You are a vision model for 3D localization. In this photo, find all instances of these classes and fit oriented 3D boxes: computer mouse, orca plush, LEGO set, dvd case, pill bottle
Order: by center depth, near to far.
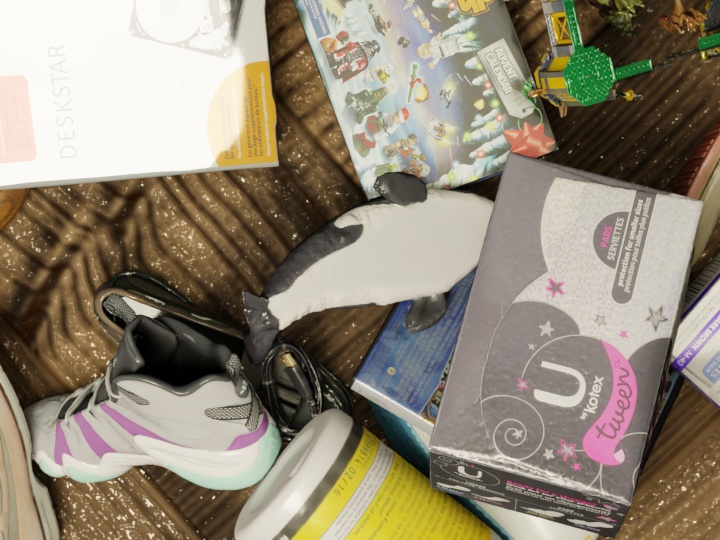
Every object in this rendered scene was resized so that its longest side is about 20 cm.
[{"bbox_3d":[0.026,0.191,1.275,0.200,0.111,0.111,38,95,-7],"label":"pill bottle"},{"bbox_3d":[0.168,-0.188,1.294,0.200,0.116,0.154,-27,104,-19],"label":"LEGO set"},{"bbox_3d":[0.000,0.000,1.303,0.200,0.071,0.105,-38,108,-19],"label":"orca plush"},{"bbox_3d":[0.109,0.072,1.316,0.200,0.018,0.143,30,59,2],"label":"dvd case"},{"bbox_3d":[-0.005,0.132,1.330,0.059,0.034,0.200,-36,107,2],"label":"computer mouse"}]

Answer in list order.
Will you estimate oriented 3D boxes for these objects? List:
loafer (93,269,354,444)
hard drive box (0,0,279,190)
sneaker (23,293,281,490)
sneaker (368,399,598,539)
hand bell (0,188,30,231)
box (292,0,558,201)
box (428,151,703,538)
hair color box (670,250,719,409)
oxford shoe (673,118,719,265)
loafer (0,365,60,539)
[{"bbox_3d":[-0.099,0.066,1.346,0.200,0.063,0.072,28,94,3],"label":"loafer"},{"bbox_3d":[-0.159,-0.142,1.305,0.199,0.077,0.156,-6,106,-1],"label":"hard drive box"},{"bbox_3d":[-0.158,0.072,1.301,0.199,0.078,0.140,-1,131,20],"label":"sneaker"},{"bbox_3d":[0.083,0.120,1.337,0.200,0.077,0.081,45,75,2],"label":"sneaker"},{"bbox_3d":[-0.292,-0.002,1.359,0.104,0.104,0.200,37,82,2],"label":"hand bell"},{"bbox_3d":[0.038,-0.151,1.338,0.137,0.040,0.201,-21,91,4],"label":"box"},{"bbox_3d":[0.129,0.048,1.221,0.132,0.115,0.201,14,74,8],"label":"box"},{"bbox_3d":[0.301,0.075,1.309,0.200,0.065,0.109,41,92,-5],"label":"hair color box"},{"bbox_3d":[0.267,-0.078,1.311,0.074,0.071,0.200,30,95,-2],"label":"oxford shoe"},{"bbox_3d":[-0.262,0.126,1.321,0.072,0.063,0.200,7,125,39],"label":"loafer"}]
